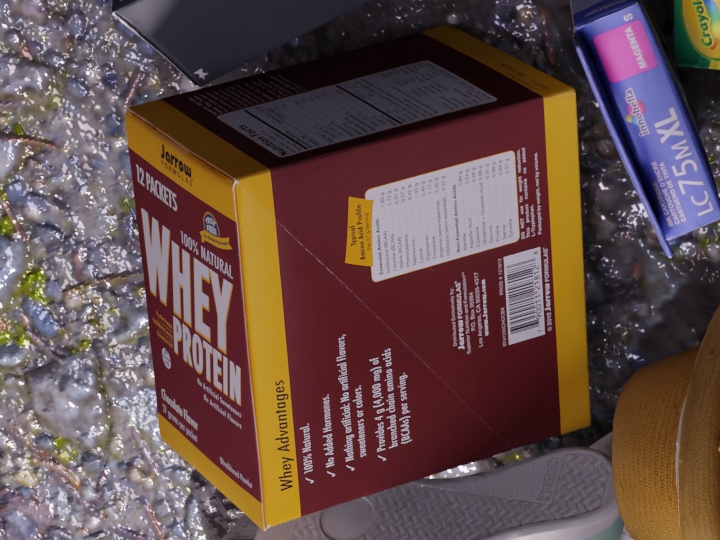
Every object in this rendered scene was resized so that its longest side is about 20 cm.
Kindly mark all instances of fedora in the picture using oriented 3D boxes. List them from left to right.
[{"bbox_3d":[0.186,0.094,1.559,0.082,0.201,0.201,0,114,31],"label":"fedora"}]

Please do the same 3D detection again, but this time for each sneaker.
[{"bbox_3d":[0.047,0.162,1.595,0.200,0.074,0.118,-9,143,1],"label":"sneaker"}]

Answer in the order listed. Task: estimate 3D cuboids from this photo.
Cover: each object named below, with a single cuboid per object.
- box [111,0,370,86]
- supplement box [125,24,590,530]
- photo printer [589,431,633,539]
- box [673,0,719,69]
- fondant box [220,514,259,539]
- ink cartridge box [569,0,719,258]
[{"bbox_3d":[-0.027,-0.203,1.525,0.200,0.142,0.079,-25,139,29],"label":"box"},{"bbox_3d":[0.000,0.000,1.563,0.133,0.199,0.198,34,134,55],"label":"supplement box"},{"bbox_3d":[0.180,0.194,1.678,0.200,0.069,0.167,31,121,6],"label":"photo printer"},{"bbox_3d":[0.186,-0.211,1.460,0.048,0.117,0.201,7,115,17],"label":"box"},{"bbox_3d":[-0.024,0.196,1.683,0.058,0.200,0.145,0,114,27],"label":"fondant box"},{"bbox_3d":[0.142,-0.090,1.487,0.042,0.200,0.120,-21,105,11],"label":"ink cartridge box"}]
